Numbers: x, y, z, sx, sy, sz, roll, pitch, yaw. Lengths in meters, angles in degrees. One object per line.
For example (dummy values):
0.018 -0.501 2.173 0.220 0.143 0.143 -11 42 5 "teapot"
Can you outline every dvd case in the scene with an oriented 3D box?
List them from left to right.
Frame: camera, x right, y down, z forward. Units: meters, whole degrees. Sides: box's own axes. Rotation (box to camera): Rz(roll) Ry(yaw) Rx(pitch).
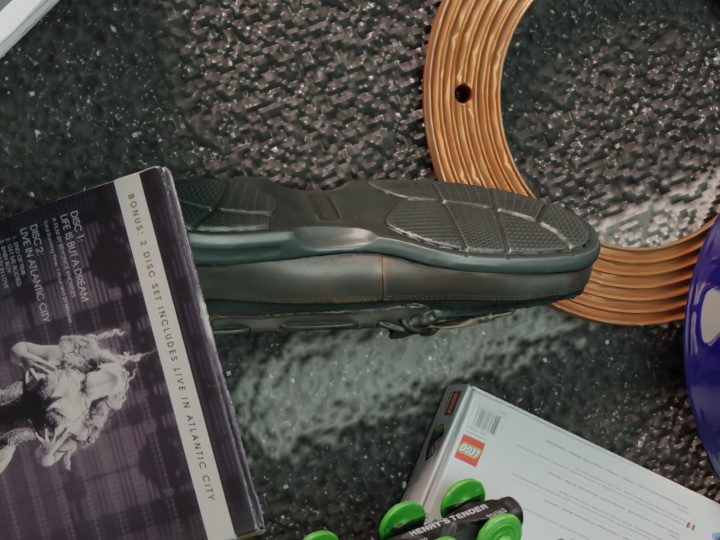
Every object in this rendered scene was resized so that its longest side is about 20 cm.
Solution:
-0.148 0.059 1.045 0.199 0.016 0.149 -18 78 11 "dvd case"

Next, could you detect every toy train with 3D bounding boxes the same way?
-0.019 0.139 1.086 0.199 0.042 0.057 -18 127 -25 "toy train"

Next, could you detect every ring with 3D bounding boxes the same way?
0.120 -0.075 1.201 0.199 0.019 0.201 0 89 -19 "ring"

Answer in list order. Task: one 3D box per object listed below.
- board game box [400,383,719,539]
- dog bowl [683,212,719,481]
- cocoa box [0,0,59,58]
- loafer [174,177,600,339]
0.104 0.148 1.181 0.199 0.035 0.127 26 80 -16 "board game box"
0.242 0.036 1.183 0.199 0.079 0.201 5 81 -32 "dog bowl"
-0.180 -0.188 1.045 0.133 0.131 0.200 -45 102 -14 "cocoa box"
0.000 0.000 1.136 0.199 0.072 0.063 3 119 -9 "loafer"
